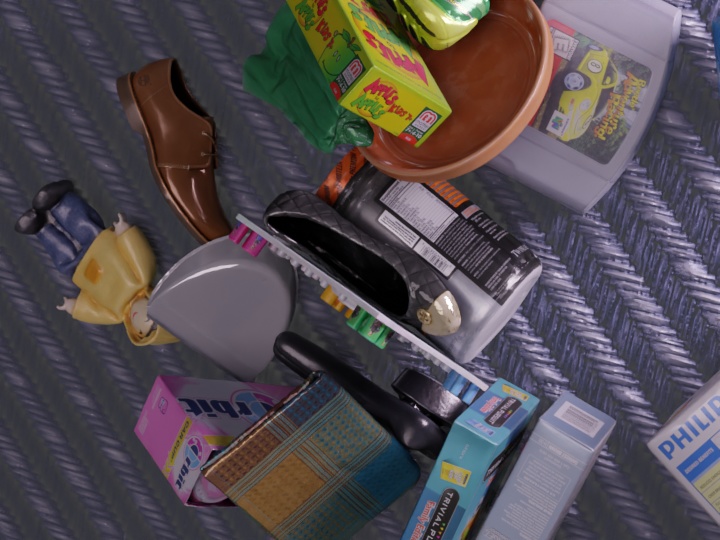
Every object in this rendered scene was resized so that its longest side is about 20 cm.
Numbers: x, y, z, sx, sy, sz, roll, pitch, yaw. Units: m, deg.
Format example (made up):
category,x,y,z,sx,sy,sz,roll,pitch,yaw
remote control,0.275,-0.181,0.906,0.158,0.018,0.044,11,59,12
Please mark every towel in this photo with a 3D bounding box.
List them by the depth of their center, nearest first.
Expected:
category,x,y,z,sx,sy,sz,roll,pitch,yaw
towel,-0.041,0.182,1.569,0.146,0.200,0.022,-40,45,2

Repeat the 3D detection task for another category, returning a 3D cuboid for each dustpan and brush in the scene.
category,x,y,z,sx,sy,sz,roll,pitch,yaw
dustpan and brush,-0.095,-0.001,1.661,0.139,0.057,0.200,36,114,-22

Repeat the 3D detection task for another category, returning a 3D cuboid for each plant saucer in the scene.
category,x,y,z,sx,sy,sz,roll,pitch,yaw
plant saucer,0.080,-0.165,1.527,0.199,0.032,0.202,-18,53,26

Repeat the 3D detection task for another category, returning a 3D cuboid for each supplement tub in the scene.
category,x,y,z,sx,sy,sz,roll,pitch,yaw
supplement tub,0.055,-0.021,1.570,0.200,0.122,0.123,40,112,11

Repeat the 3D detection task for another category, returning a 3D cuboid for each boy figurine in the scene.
category,x,y,z,sx,sy,sz,roll,pitch,yaw
boy figurine,-0.256,0.006,1.730,0.200,0.064,0.124,47,110,10

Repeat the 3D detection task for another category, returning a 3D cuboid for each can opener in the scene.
category,x,y,z,sx,sy,sz,roll,pitch,yaw
can opener,0.003,0.117,1.651,0.199,0.064,0.079,27,66,6

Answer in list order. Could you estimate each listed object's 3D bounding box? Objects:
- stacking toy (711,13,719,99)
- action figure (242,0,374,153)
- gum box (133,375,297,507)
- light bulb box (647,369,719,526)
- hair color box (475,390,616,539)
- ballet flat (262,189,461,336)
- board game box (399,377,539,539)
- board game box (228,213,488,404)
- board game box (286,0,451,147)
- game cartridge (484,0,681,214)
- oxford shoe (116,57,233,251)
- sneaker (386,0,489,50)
category,x,y,z,sx,sy,sz,roll,pitch,yaw
stacking toy,0.396,-0.172,1.432,0.198,0.116,0.111,-7,99,8
action figure,-0.037,-0.164,1.558,0.119,0.054,0.200,-63,35,23
gum box,-0.096,0.163,1.618,0.114,0.199,0.067,46,118,43
light bulb box,0.389,0.146,1.472,0.200,0.125,0.198,47,113,7
hair color box,0.157,0.219,1.590,0.060,0.099,0.201,29,109,13
ballet flat,0.000,0.000,1.500,0.199,0.057,0.067,34,130,14
board game box,0.088,0.213,1.588,0.047,0.151,0.201,27,109,13
board game box,-0.003,0.037,1.533,0.199,0.200,0.026,35,90,37
board game box,-0.002,-0.204,1.513,0.048,0.101,0.201,-45,46,21
game cartridge,0.199,-0.159,1.535,0.132,0.041,0.201,27,109,10
oxford shoe,-0.163,-0.110,1.669,0.071,0.071,0.201,-25,91,15
sneaker,0.047,-0.284,1.547,0.083,0.074,0.201,-26,68,-13
